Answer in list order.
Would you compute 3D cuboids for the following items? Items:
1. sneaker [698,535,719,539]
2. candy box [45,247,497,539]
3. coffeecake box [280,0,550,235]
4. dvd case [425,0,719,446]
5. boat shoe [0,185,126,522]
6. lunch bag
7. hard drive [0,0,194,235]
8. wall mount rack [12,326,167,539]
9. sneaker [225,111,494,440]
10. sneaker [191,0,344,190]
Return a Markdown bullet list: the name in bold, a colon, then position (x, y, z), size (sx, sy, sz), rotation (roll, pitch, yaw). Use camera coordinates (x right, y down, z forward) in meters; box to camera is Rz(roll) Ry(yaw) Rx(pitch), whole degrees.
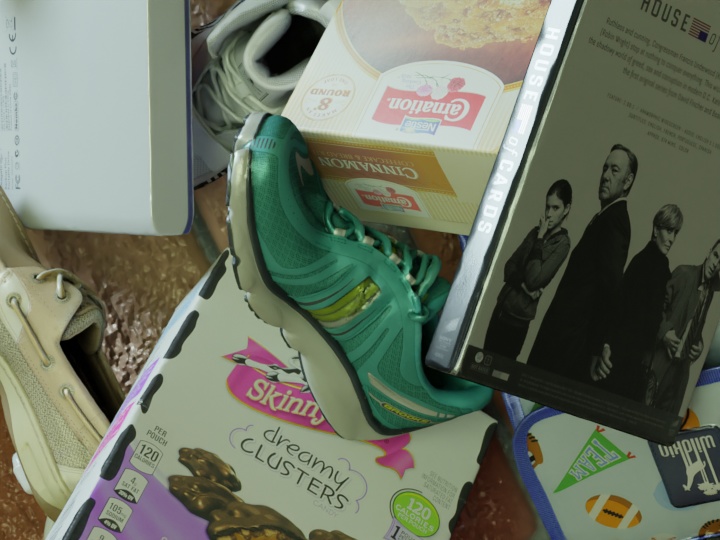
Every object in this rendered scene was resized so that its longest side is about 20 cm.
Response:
- **sneaker**: position (0.150, 0.231, 1.204), size (0.106, 0.075, 0.200), rotation (-6, 90, 31)
- **candy box**: position (-0.046, 0.116, 1.167), size (0.168, 0.200, 0.072), rotation (32, 141, -8)
- **coffeecake box**: position (0.074, -0.115, 1.132), size (0.153, 0.073, 0.200), rotation (8, 59, 32)
- **dvd case**: position (0.116, -0.035, 1.037), size (0.025, 0.150, 0.200), rotation (18, 89, 48)
- **boat shoe**: position (-0.159, 0.031, 1.239), size (0.064, 0.071, 0.200), rotation (-29, 78, 18)
- **lunch bag**: position (0.150, 0.030, 1.157), size (0.170, 0.124, 0.200), rotation (-14, 91, 17)
- **hard drive**: position (-0.149, -0.087, 1.248), size (0.200, 0.025, 0.132), rotation (4, 96, 54)
- **wall mount rack**: position (-0.087, 0.131, 1.271), size (0.200, 0.075, 0.174), rotation (-39, 81, 18)
- **sneaker**: position (0.000, 0.000, 1.106), size (0.080, 0.200, 0.078), rotation (-7, 46, 27)
- **sneaker**: position (-0.067, -0.093, 1.224), size (0.200, 0.115, 0.075), rotation (-35, 97, 16)
